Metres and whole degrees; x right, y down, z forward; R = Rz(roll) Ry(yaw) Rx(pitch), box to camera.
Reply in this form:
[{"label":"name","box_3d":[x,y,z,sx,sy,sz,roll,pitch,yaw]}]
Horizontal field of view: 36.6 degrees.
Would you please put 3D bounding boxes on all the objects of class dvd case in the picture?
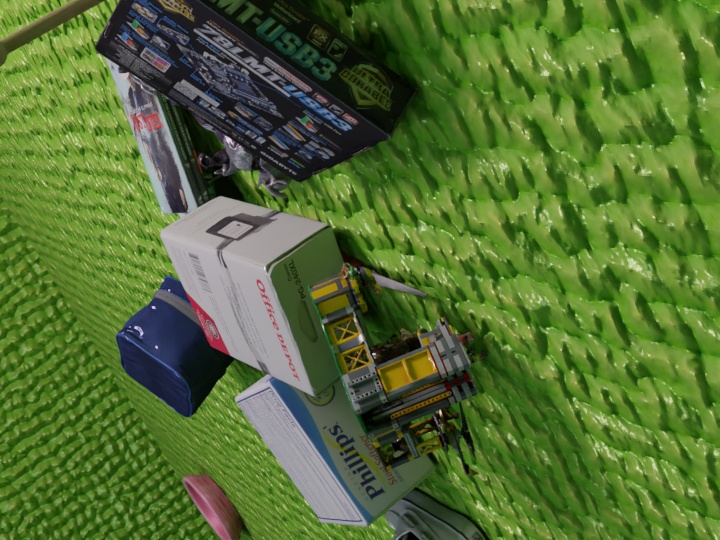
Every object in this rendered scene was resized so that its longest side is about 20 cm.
[{"label":"dvd case","box_3d":[-0.219,-0.157,1.168,0.146,0.022,0.201,7,116,64]}]

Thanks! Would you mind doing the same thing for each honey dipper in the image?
[{"label":"honey dipper","box_3d":[-0.211,-0.213,0.858,0.038,0.200,0.038,44,158,23]}]

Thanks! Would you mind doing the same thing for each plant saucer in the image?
[{"label":"plant saucer","box_3d":[-0.337,0.552,2.539,0.201,0.051,0.201,46,159,24]}]

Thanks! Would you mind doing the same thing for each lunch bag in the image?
[{"label":"lunch bag","box_3d":[-0.251,0.106,1.547,0.136,0.132,0.200,35,156,7]}]

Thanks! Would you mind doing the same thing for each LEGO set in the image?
[{"label":"LEGO set","box_3d":[0.044,0.076,0.919,0.200,0.115,0.154,68,180,-48]}]

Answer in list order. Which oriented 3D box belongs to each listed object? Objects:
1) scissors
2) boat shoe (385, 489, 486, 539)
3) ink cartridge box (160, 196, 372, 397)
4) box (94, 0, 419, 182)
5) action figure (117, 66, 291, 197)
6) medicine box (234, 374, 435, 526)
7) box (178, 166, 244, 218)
[{"label":"scissors","box_3d":[0.000,0.000,0.987,0.073,0.014,0.200,60,161,-9]},{"label":"boat shoe","box_3d":[0.070,0.302,1.227,0.200,0.066,0.072,10,132,62]},{"label":"ink cartridge box","box_3d":[-0.092,0.020,1.062,0.200,0.083,0.146,17,134,50]},{"label":"box","box_3d":[-0.083,-0.148,0.789,0.200,0.050,0.198,32,163,-15]},{"label":"action figure","box_3d":[-0.130,-0.139,0.986,0.200,0.069,0.130,49,154,7]},{"label":"medicine box","box_3d":[-0.034,0.180,1.214,0.182,0.103,0.200,55,159,0]},{"label":"box","box_3d":[-0.130,-0.011,1.227,0.200,0.036,0.144,55,159,-3]}]
